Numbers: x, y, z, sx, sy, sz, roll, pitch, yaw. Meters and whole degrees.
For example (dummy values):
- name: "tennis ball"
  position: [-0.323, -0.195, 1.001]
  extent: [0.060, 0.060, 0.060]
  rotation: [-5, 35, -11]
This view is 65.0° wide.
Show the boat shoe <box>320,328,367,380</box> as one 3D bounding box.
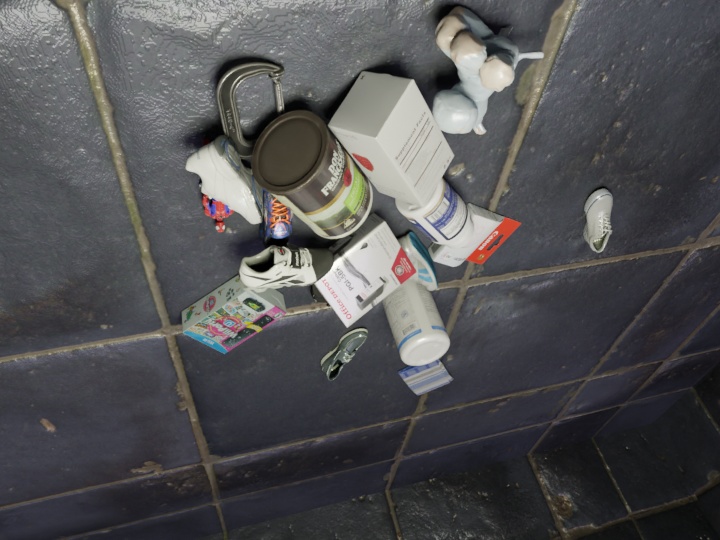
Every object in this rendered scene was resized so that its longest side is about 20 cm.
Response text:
- name: "boat shoe"
  position: [-0.040, 0.239, 1.601]
  extent: [0.072, 0.063, 0.200]
  rotation: [18, 129, -38]

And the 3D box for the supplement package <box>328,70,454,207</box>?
- name: "supplement package"
  position: [0.058, -0.226, 0.987]
  extent: [0.121, 0.120, 0.200]
  rotation: [-57, 140, -9]

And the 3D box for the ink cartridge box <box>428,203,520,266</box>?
- name: "ink cartridge box"
  position: [0.286, -0.071, 1.377]
  extent: [0.196, 0.058, 0.163]
  rotation: [16, 130, -31]

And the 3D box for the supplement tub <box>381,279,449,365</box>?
- name: "supplement tub"
  position: [0.134, 0.121, 1.417]
  extent: [0.128, 0.203, 0.133]
  rotation: [-11, 143, -9]

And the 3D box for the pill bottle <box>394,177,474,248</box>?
- name: "pill bottle"
  position: [0.166, -0.125, 1.202]
  extent: [0.110, 0.113, 0.199]
  rotation: [-34, 141, 19]

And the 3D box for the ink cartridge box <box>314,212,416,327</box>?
- name: "ink cartridge box"
  position: [0.000, 0.000, 1.222]
  extent: [0.199, 0.083, 0.148]
  rotation: [-38, 115, -3]

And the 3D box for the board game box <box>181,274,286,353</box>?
- name: "board game box"
  position: [-0.293, 0.100, 1.317]
  extent: [0.197, 0.065, 0.147]
  rotation: [-31, 141, 16]

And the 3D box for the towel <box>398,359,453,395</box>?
- name: "towel"
  position: [0.219, 0.351, 1.889]
  extent: [0.144, 0.024, 0.201]
  rotation: [-25, 141, 11]

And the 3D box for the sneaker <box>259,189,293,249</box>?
- name: "sneaker"
  position: [-0.158, -0.104, 1.111]
  extent: [0.073, 0.080, 0.202]
  rotation: [-8, 142, -15]

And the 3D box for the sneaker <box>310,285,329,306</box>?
- name: "sneaker"
  position: [-0.088, 0.034, 1.324]
  extent: [0.089, 0.077, 0.200]
  rotation: [-20, 140, 18]

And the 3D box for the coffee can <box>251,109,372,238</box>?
- name: "coffee can"
  position: [-0.079, -0.161, 0.993]
  extent: [0.144, 0.149, 0.200]
  rotation: [-28, 153, 12]

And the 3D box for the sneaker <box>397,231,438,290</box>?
- name: "sneaker"
  position: [0.129, -0.014, 1.363]
  extent: [0.079, 0.078, 0.200]
  rotation: [-23, 136, 18]

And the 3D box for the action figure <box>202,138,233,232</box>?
- name: "action figure"
  position: [-0.261, -0.147, 1.042]
  extent: [0.064, 0.052, 0.202]
  rotation: [-10, 144, -20]

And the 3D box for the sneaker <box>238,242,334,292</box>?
- name: "sneaker"
  position: [-0.142, -0.013, 1.109]
  extent: [0.195, 0.075, 0.089]
  rotation: [-15, 152, -16]

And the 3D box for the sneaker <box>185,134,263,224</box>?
- name: "sneaker"
  position: [-0.227, -0.149, 0.980]
  extent: [0.085, 0.076, 0.201]
  rotation: [-14, 144, 11]

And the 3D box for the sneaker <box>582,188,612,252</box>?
- name: "sneaker"
  position: [0.612, -0.124, 1.434]
  extent: [0.071, 0.072, 0.201]
  rotation: [-22, 143, 4]

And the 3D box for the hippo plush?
- name: "hippo plush"
  position: [0.174, -0.322, 0.941]
  extent: [0.200, 0.159, 0.162]
  rotation: [-42, 170, -48]

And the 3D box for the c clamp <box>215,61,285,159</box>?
- name: "c clamp"
  position: [-0.156, -0.266, 0.947]
  extent: [0.168, 0.027, 0.202]
  rotation: [-26, 146, -13]
